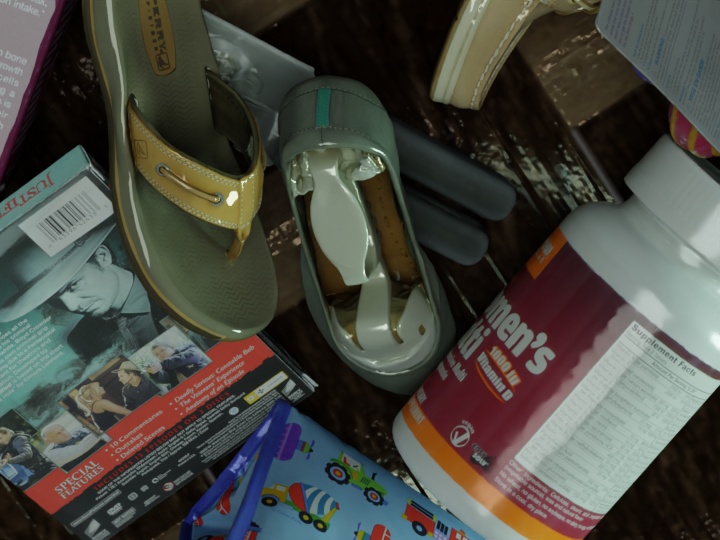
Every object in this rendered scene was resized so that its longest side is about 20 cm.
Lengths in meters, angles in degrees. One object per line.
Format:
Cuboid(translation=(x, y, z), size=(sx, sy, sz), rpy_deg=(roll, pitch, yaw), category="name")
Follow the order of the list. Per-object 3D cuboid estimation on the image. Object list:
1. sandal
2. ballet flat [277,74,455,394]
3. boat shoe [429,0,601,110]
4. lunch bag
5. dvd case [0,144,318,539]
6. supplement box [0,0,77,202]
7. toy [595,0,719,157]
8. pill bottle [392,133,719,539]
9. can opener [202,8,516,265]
Cuboid(translation=(-0.074, -0.060, 1.212), size=(0.054, 0.080, 0.200), rpy_deg=(2, 110, 42), category="sandal")
Cuboid(translation=(0.000, 0.000, 1.262), size=(0.067, 0.064, 0.200), rpy_deg=(-10, 128, 9), category="ballet flat")
Cuboid(translation=(0.103, -0.155, 1.257), size=(0.069, 0.074, 0.200), rpy_deg=(31, 101, 0), category="boat shoe")
Cuboid(translation=(-0.012, 0.174, 1.261), size=(0.150, 0.200, 0.094), rpy_deg=(35, 111, -10), category="lunch bag")
Cuboid(translation=(-0.132, 0.042, 1.281), size=(0.146, 0.022, 0.200), rpy_deg=(-36, 133, 8), category="dvd case")
Cuboid(translation=(-0.201, -0.133, 1.249), size=(0.131, 0.103, 0.200), rpy_deg=(22, 103, -5), category="supplement box")
Cuboid(translation=(0.172, -0.084, 1.241), size=(0.200, 0.115, 0.047), rpy_deg=(39, 137, -24), category="toy")
Cuboid(translation=(0.116, 0.038, 1.283), size=(0.110, 0.110, 0.200), rpy_deg=(38, 100, -8), category="pill bottle")
Cuboid(translation=(-0.020, -0.070, 1.295), size=(0.200, 0.067, 0.053), rpy_deg=(27, 102, -19), category="can opener")
